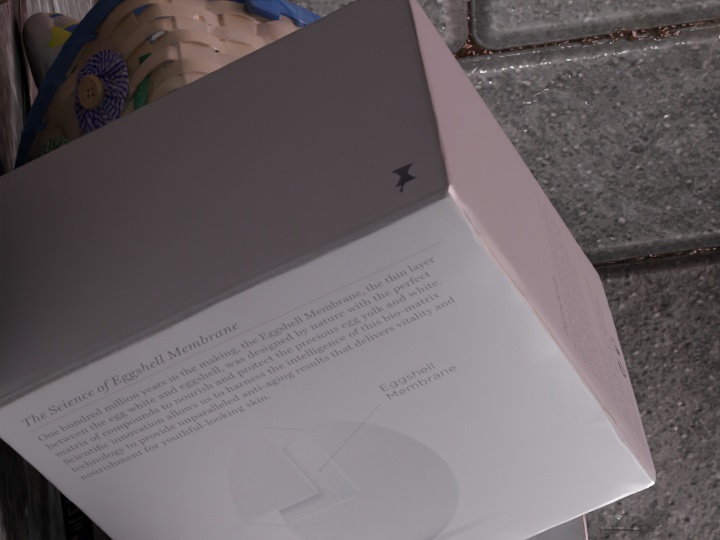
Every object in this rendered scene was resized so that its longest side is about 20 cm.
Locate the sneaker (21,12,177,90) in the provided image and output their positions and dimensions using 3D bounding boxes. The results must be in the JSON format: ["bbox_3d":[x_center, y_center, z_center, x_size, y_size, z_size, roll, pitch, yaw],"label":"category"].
[{"bbox_3d":[-0.094,-0.090,1.237,0.200,0.105,0.076,43,-28,28],"label":"sneaker"}]

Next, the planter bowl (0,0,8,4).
[{"bbox_3d":[-0.123,-0.227,1.023,0.200,0.134,0.201,171,-90,-87],"label":"planter bowl"}]

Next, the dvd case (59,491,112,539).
[{"bbox_3d":[-0.065,0.161,1.121,0.200,0.025,0.151,30,33,-41],"label":"dvd case"}]

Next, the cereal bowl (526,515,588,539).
[{"bbox_3d":[0.051,0.163,1.130,0.200,0.083,0.201,180,-90,-79],"label":"cereal bowl"}]

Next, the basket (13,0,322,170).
[{"bbox_3d":[-0.085,-0.075,1.083,0.177,0.138,0.200,-59,-153,28],"label":"basket"}]

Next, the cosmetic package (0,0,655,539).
[{"bbox_3d":[-0.019,0.025,0.903,0.200,0.199,0.123,52,20,-45],"label":"cosmetic package"}]
